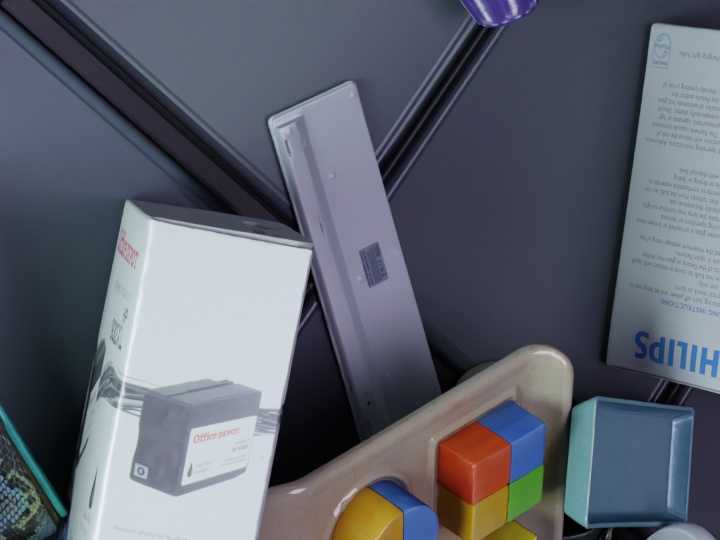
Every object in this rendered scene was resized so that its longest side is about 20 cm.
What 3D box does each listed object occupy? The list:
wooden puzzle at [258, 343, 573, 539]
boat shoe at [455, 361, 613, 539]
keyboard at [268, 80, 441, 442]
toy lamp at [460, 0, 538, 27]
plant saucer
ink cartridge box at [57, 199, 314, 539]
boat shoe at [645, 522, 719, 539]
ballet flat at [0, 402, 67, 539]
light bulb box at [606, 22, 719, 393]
[{"bbox_3d":[0.035,0.152,1.496,0.200,0.046,0.185,-25,133,-31],"label":"wooden puzzle"},{"bbox_3d":[0.106,0.147,1.614,0.074,0.063,0.201,-29,116,-29],"label":"boat shoe"},{"bbox_3d":[0.000,0.000,1.546,0.056,0.011,0.200,-29,114,-32],"label":"keyboard"},{"bbox_3d":[0.044,-0.222,1.505,0.058,0.058,0.200,-32,113,-25],"label":"toy lamp"},{"bbox_3d":[0.150,0.107,1.596,0.200,0.019,0.070,12,82,-69],"label":"plant saucer"},{"bbox_3d":[-0.089,0.072,1.407,0.084,0.145,0.200,11,93,-10],"label":"ink cartridge box"},{"bbox_3d":[0.193,0.229,1.674,0.066,0.070,0.200,-21,121,-41],"label":"boat shoe"},{"bbox_3d":[-0.208,0.056,1.384,0.074,0.074,0.200,-34,113,-24],"label":"ballet flat"},{"bbox_3d":[0.263,-0.029,1.646,0.198,0.125,0.200,4,96,-35],"label":"light bulb box"}]
